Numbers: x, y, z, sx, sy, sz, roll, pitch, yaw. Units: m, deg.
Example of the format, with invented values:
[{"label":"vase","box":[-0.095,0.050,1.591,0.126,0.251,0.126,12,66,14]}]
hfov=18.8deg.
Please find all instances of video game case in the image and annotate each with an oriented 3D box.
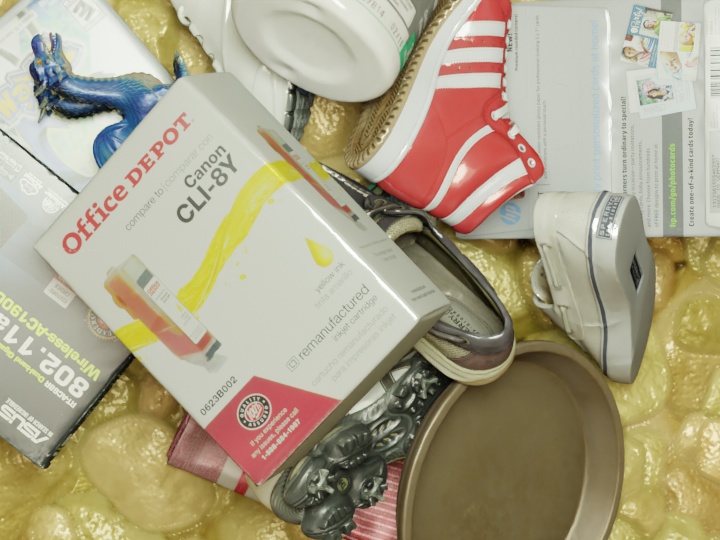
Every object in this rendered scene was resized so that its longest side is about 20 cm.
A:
[{"label":"video game case","box":[-0.205,-0.069,1.415,0.200,0.022,0.182,-41,94,-5]}]

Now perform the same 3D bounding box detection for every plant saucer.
[{"label":"plant saucer","box":[0.093,0.141,1.396,0.200,0.029,0.201,-11,107,-40]}]

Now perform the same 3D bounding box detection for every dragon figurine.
[{"label":"dragon figurine","box":[-0.135,-0.072,1.382,0.099,0.059,0.200,-30,93,-4]}]

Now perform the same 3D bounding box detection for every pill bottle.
[{"label":"pill bottle","box":[0.011,-0.214,1.351,0.113,0.113,0.200,30,65,-5]}]

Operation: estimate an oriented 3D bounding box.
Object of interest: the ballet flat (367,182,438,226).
[{"label":"ballet flat","box":[0.000,0.000,1.395,0.200,0.074,0.074,-41,94,-17]}]

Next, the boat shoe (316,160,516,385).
[{"label":"boat shoe","box":[0.017,-0.012,1.331,0.200,0.065,0.072,42,64,11]}]

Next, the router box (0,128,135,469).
[{"label":"router box","box":[-0.229,0.005,1.372,0.200,0.062,0.150,39,88,-5]}]

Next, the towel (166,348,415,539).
[{"label":"towel","box":[-0.010,0.099,1.436,0.199,0.023,0.145,24,89,-6]}]

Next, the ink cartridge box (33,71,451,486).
[{"label":"ink cartridge box","box":[-0.071,0.002,1.279,0.200,0.083,0.145,46,106,7]}]

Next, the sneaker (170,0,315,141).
[{"label":"sneaker","box":[-0.078,-0.166,1.414,0.087,0.075,0.201,-9,87,9]}]

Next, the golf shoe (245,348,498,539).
[{"label":"golf shoe","box":[0.010,0.090,1.392,0.200,0.094,0.078,-32,118,-30]}]

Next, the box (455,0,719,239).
[{"label":"box","box":[0.160,-0.098,1.406,0.199,0.041,0.157,-1,90,17]}]

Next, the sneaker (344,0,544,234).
[{"label":"sneaker","box":[0.078,-0.118,1.377,0.112,0.071,0.200,35,70,-20]}]

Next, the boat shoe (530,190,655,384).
[{"label":"boat shoe","box":[0.144,0.009,1.383,0.070,0.200,0.071,12,67,19]}]
